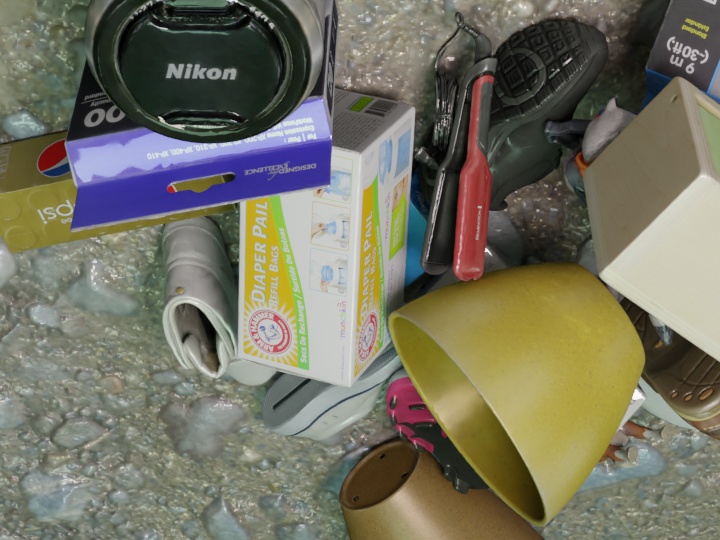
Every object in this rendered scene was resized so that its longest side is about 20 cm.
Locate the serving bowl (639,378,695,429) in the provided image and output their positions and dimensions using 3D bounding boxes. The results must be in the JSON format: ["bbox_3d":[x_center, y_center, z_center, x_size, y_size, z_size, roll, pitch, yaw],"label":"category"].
[{"bbox_3d":[0.322,0.079,1.657,0.198,0.066,0.201,0,136,0],"label":"serving bowl"}]

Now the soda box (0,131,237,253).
[{"bbox_3d":[-0.200,-0.074,1.513,0.198,0.064,0.068,-10,135,12],"label":"soda box"}]

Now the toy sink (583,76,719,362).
[{"bbox_3d":[0.264,-0.017,1.278,0.199,0.131,0.112,34,119,-19],"label":"toy sink"}]

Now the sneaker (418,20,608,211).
[{"bbox_3d":[0.131,-0.118,1.468,0.090,0.077,0.200,16,137,-34],"label":"sneaker"}]

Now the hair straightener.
[{"bbox_3d":[0.064,-0.096,1.434,0.077,0.202,0.041,7,-172,44],"label":"hair straightener"}]

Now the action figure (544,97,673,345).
[{"bbox_3d":[0.225,-0.045,1.372,0.199,0.105,0.194,1,139,38],"label":"action figure"}]

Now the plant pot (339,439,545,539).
[{"bbox_3d":[0.071,0.264,1.786,0.185,0.187,0.201,-25,118,24],"label":"plant pot"}]

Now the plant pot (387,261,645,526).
[{"bbox_3d":[0.136,0.075,1.458,0.141,0.200,0.201,-35,134,-12],"label":"plant pot"}]

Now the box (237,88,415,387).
[{"bbox_3d":[-0.028,-0.027,1.464,0.100,0.113,0.202,13,119,20],"label":"box"}]

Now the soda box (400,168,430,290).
[{"bbox_3d":[0.000,0.000,1.569,0.068,0.064,0.200,49,124,-2],"label":"soda box"}]

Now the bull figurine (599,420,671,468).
[{"bbox_3d":[0.187,0.118,1.685,0.121,0.066,0.200,11,160,47],"label":"bull figurine"}]

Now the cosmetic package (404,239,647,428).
[{"bbox_3d":[0.136,0.070,1.574,0.200,0.074,0.102,42,97,-4],"label":"cosmetic package"}]

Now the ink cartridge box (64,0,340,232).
[{"bbox_3d":[-0.114,-0.122,1.366,0.196,0.201,0.044,-10,133,10],"label":"ink cartridge box"}]

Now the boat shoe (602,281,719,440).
[{"bbox_3d":[0.256,0.068,1.554,0.072,0.201,0.068,-33,130,4],"label":"boat shoe"}]

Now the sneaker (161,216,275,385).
[{"bbox_3d":[-0.124,0.061,1.612,0.073,0.116,0.201,-15,135,13],"label":"sneaker"}]

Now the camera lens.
[{"bbox_3d":[-0.102,-0.200,1.287,0.158,0.201,0.161,1,136,1],"label":"camera lens"}]

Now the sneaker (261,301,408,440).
[{"bbox_3d":[-0.003,0.089,1.682,0.070,0.074,0.199,17,140,-42],"label":"sneaker"}]

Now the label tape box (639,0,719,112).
[{"bbox_3d":[0.286,-0.153,1.342,0.143,0.063,0.202,23,111,12],"label":"label tape box"}]

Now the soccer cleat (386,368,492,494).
[{"bbox_3d":[0.077,0.125,1.689,0.069,0.087,0.200,-8,144,23],"label":"soccer cleat"}]
